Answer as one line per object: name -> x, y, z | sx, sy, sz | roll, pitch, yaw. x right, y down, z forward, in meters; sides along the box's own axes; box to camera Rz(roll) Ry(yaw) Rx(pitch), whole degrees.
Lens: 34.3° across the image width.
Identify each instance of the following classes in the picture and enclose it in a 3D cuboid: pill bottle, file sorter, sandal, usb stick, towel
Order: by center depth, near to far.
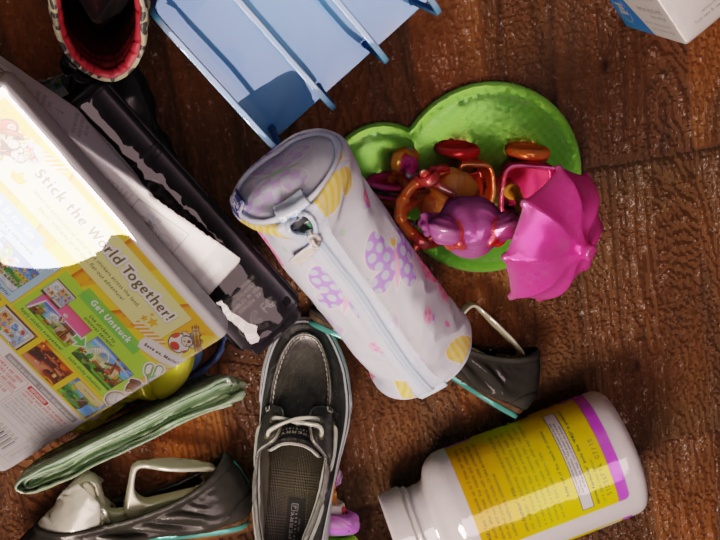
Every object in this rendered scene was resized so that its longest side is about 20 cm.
usb stick -> -0.117, -0.031, 0.735 | 0.055, 0.033, 0.200 | -40, 106, 3
file sorter -> -0.030, -0.193, 0.781 | 0.200, 0.123, 0.139 | -41, 108, 6
towel -> -0.158, 0.111, 0.805 | 0.152, 0.200, 0.023 | -25, 90, -14
sandal -> -0.165, 0.062, 0.832 | 0.200, 0.087, 0.080 | -13, 100, 41
pill bottle -> 0.118, 0.177, 0.931 | 0.199, 0.104, 0.105 | -20, 109, -3

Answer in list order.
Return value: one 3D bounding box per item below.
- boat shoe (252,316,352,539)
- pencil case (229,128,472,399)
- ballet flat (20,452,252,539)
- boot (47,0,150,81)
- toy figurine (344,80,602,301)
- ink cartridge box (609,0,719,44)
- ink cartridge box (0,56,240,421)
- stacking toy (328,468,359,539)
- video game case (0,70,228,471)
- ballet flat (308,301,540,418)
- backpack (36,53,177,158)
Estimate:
boat shoe -> -0.043, 0.131, 0.870 | 0.072, 0.071, 0.201 | 0, 78, 2
pencil case -> 0.000, 0.000, 0.769 | 0.083, 0.091, 0.200 | -38, 128, -1
ballet flat -> -0.184, 0.184, 0.903 | 0.199, 0.068, 0.069 | -13, 101, -15
boot -> -0.162, -0.229, 0.708 | 0.073, 0.154, 0.204 | -6, 123, -11
toy figurine -> 0.086, -0.046, 0.813 | 0.199, 0.184, 0.151 | 2, 107, -9
ink cartridge box -> 0.173, -0.258, 0.795 | 0.067, 0.116, 0.200 | -39, 108, 5
ink cartridge box -> -0.200, -0.019, 0.710 | 0.200, 0.057, 0.163 | 34, 112, -27
stacking toy -> -0.040, 0.218, 0.929 | 0.109, 0.116, 0.201 | 10, 88, 14
video game case -> -0.209, 0.010, 0.687 | 0.182, 0.023, 0.200 | -31, 117, 13
ballet flat -> 0.056, 0.048, 0.905 | 0.200, 0.068, 0.069 | 25, 92, -22
backpack -> -0.220, -0.043, 0.797 | 0.199, 0.127, 0.167 | -22, 98, -1
